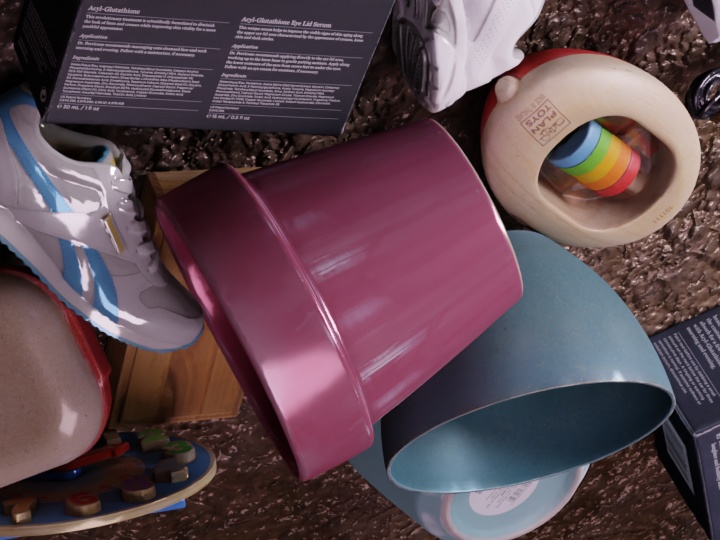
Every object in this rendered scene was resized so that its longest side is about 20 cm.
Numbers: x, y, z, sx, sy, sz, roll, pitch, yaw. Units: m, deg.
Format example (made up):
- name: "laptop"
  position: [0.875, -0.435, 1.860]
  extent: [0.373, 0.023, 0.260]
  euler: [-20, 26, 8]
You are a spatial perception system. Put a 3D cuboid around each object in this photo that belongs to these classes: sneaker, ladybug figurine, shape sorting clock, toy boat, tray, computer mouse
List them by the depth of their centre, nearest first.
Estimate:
- name: "sneaker"
  position: [-0.162, -0.028, 1.429]
  extent: [0.081, 0.077, 0.200]
  euler: [-42, 113, 11]
- name: "sneaker"
  position: [0.074, -0.193, 1.447]
  extent: [0.099, 0.078, 0.201]
  euler: [-21, 146, -20]
- name: "toy boat"
  position: [-0.244, 0.066, 1.490]
  extent: [0.199, 0.131, 0.131]
  euler: [-20, 102, 22]
- name: "shape sorting clock"
  position: [-0.194, 0.137, 1.540]
  extent: [0.199, 0.200, 0.040]
  euler: [-10, 99, -20]
- name: "computer mouse"
  position: [0.243, -0.193, 1.545]
  extent: [0.110, 0.044, 0.201]
  euler: [-40, 138, -20]
- name: "tray"
  position: [-0.112, 0.021, 1.572]
  extent: [0.098, 0.037, 0.201]
  euler: [-4, 133, -25]
- name: "ladybug figurine"
  position: [0.149, -0.090, 1.579]
  extent: [0.136, 0.072, 0.200]
  euler: [-40, 138, 14]

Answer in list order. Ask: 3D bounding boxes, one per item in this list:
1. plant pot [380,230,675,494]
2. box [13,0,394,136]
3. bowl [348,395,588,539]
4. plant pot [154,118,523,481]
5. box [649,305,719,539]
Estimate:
- name: "plant pot"
  position: [0.100, 0.053, 1.580]
  extent: [0.199, 0.136, 0.200]
  euler: [-12, 159, -5]
- name: "box"
  position: [-0.087, -0.160, 1.377]
  extent: [0.199, 0.079, 0.142]
  euler: [1, 134, -29]
- name: "bowl"
  position: [0.095, 0.127, 1.737]
  extent: [0.199, 0.105, 0.202]
  euler: [-16, 136, -16]
- name: "plant pot"
  position: [-0.006, 0.003, 1.444]
  extent: [0.178, 0.200, 0.201]
  euler: [-28, 139, -8]
- name: "box"
  position: [0.334, 0.097, 1.836]
  extent: [0.199, 0.107, 0.149]
  euler: [-23, 138, -5]
